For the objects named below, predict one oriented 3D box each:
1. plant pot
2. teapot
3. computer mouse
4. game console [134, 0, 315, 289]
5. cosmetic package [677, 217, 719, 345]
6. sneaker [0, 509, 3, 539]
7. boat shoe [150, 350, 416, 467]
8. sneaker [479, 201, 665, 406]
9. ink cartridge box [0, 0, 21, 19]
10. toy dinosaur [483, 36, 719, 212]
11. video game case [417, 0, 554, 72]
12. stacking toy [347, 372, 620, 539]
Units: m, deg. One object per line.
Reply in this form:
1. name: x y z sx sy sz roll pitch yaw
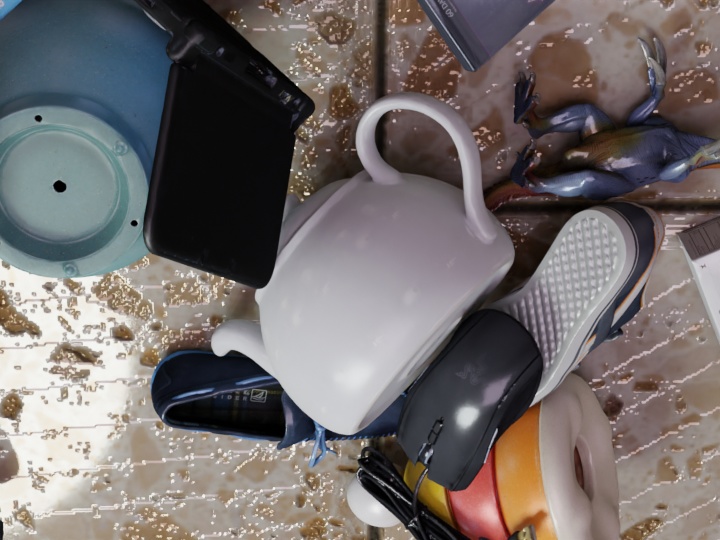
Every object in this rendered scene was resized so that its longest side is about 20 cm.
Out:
1. plant pot: -0.192 -0.076 1.147 0.199 0.134 0.202 -1 116 -3
2. teapot: 0.000 0.000 1.183 0.146 0.197 0.200 44 78 8
3. computer mouse: 0.076 0.132 1.205 0.141 0.046 0.200 47 127 15
4. game console: -0.113 -0.097 1.064 0.176 0.200 0.117 43 96 17
5. cosmetic package: 0.305 0.051 1.281 0.082 0.051 0.201 -22 115 9
6. sneaker: -0.356 0.159 1.296 0.200 0.078 0.086 38 116 -8
7. boat shoe: -0.054 0.107 1.280 0.198 0.069 0.085 -2 117 -3
8. sneaker: 0.142 0.030 1.221 0.079 0.079 0.200 54 128 17
9. ink cartridge box: -0.177 -0.247 1.073 0.200 0.115 0.068 -39 112 15
10. toy dinosaur: 0.192 -0.091 1.213 0.180 0.106 0.200 7 154 -20
11. video game case: 0.103 -0.244 1.099 0.200 0.019 0.143 -42 114 -10
12. stacking toy: 0.084 0.160 1.302 0.199 0.146 0.147 -11 118 23
